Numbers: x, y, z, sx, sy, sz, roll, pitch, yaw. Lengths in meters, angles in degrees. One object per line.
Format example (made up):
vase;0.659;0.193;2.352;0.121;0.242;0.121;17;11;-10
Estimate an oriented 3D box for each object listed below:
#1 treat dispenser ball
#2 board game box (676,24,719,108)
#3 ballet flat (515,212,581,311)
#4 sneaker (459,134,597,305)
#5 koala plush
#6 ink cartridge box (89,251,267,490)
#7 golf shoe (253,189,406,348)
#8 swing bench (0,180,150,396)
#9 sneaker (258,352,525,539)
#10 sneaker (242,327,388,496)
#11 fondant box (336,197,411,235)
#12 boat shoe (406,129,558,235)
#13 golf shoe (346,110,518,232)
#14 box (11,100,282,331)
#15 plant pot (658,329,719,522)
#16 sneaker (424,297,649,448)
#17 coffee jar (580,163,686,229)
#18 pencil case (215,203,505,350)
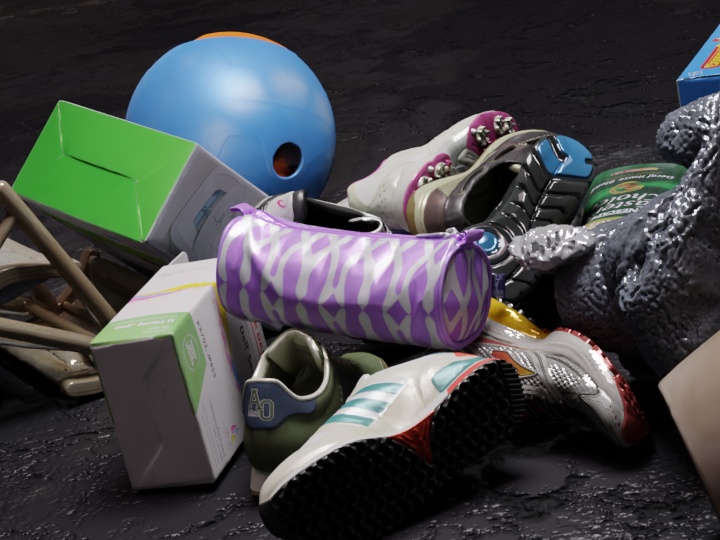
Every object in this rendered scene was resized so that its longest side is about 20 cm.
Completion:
treat dispenser ball;-0.123;-0.125;1.917;0.200;0.201;0.201;-9;18;3
board game box;0.304;-0.082;1.568;0.056;0.201;0.196;-4;18;22
ballet flat;0.130;-0.009;1.666;0.066;0.057;0.200;-1;21;26
sneaker;0.118;-0.014;1.575;0.073;0.082;0.200;35;60;14
koala plush;0.201;0.008;1.363;0.200;0.177;0.184;-10;44;55
ink cartridge box;-0.118;0.064;1.479;0.067;0.117;0.200;-9;18;17
golf shoe;0.000;0.000;1.550;0.200;0.073;0.092;23;-39;-32
swing bench;-0.279;0.013;1.660;0.199;0.200;0.130;19;77;58
sneaker;0.008;0.113;1.327;0.200;0.070;0.093;-30;23;-24
sneaker;-0.030;0.079;1.432;0.067;0.090;0.200;-3;19;22
fondant box;0.043;-0.032;1.781;0.144;0.058;0.200;4;24;34
boat shoe;0.121;-0.065;1.673;0.066;0.072;0.201;0;19;43
golf shoe;0.065;-0.089;1.740;0.091;0.076;0.200;2;20;35
box;-0.161;-0.044;1.698;0.200;0.097;0.176;19;-11;47
plant pot;0.271;0.080;1.157;0.173;0.200;0.200;-24;17;6
sneaker;0.119;0.085;1.396;0.082;0.078;0.200;-46;35;-17
coffee jar;0.216;-0.018;1.603;0.104;0.086;0.200;-5;19;16
pencil case;-0.005;0.004;1.421;0.200;0.086;0.084;5;16;27
